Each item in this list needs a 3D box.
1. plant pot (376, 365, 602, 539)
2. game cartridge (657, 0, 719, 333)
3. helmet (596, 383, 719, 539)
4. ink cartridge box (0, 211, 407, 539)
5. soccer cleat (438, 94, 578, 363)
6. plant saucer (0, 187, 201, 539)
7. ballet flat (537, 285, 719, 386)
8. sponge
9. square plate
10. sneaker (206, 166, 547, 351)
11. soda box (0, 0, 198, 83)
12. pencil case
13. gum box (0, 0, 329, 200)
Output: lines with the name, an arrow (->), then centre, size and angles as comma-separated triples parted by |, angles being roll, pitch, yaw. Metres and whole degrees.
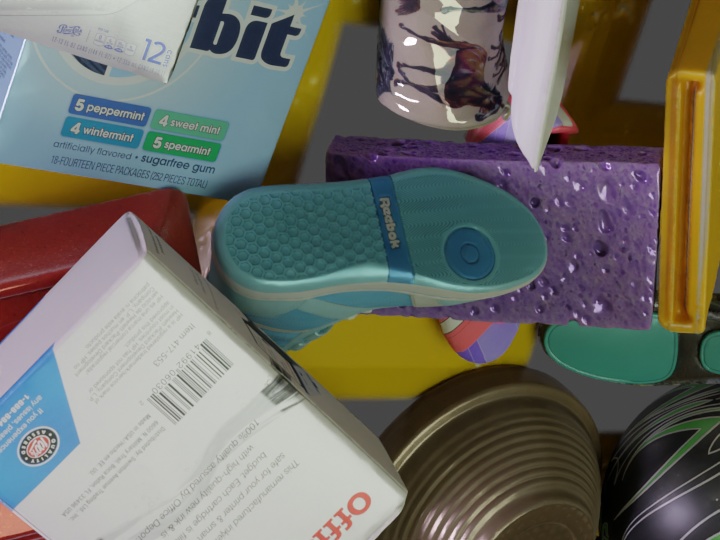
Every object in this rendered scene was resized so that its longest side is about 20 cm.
plant pot -> 0.094, 0.173, 1.345 | 0.200, 0.093, 0.202 | -16, 124, -25
game cartridge -> 0.211, -0.089, 1.216 | 0.032, 0.200, 0.177 | 5, 124, 13
helmet -> 0.269, 0.164, 1.386 | 0.199, 0.200, 0.192 | -3, 126, -31
ink cartridge box -> -0.097, 0.094, 1.049 | 0.146, 0.086, 0.200 | -45, 112, 4
soccer cleat -> 0.091, -0.022, 1.234 | 0.066, 0.076, 0.201 | -8, 121, -28
plant saucer -> -0.172, 0.073, 1.090 | 0.198, 0.037, 0.201 | -13, 110, -10
ballet flat -> 0.220, 0.042, 1.352 | 0.199, 0.072, 0.073 | 5, 120, 3
sponge -> 0.078, -0.022, 1.184 | 0.198, 0.030, 0.112 | 3, 121, 9
square plate -> 0.112, -0.185, 1.104 | 0.028, 0.198, 0.201 | 10, 119, 7
sneaker -> 0.000, 0.000, 1.160 | 0.198, 0.080, 0.131 | 2, 157, -16
soda box -> -0.176, -0.155, 0.947 | 0.199, 0.068, 0.064 | 17, 109, -17
pencil case -> 0.055, -0.178, 1.113 | 0.089, 0.078, 0.201 | 2, 119, -2
gum box -> -0.101, -0.144, 1.058 | 0.169, 0.045, 0.201 | 8, 114, -35
